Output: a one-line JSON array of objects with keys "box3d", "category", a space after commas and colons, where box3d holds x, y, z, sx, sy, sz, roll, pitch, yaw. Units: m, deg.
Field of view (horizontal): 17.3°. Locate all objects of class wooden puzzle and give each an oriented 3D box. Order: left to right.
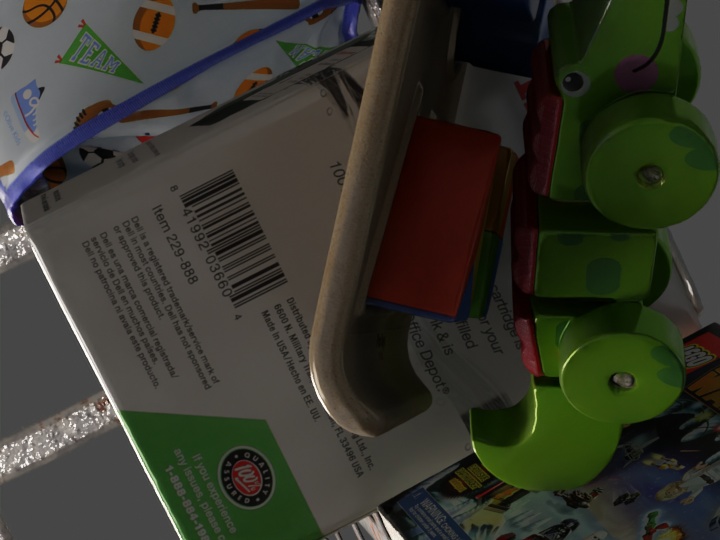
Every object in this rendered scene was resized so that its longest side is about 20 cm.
[{"box3d": [0.029, -0.053, 0.700, 0.185, 0.046, 0.201, 6, -89, -83], "category": "wooden puzzle"}]

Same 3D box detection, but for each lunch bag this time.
[{"box3d": [-0.120, -0.131, 1.186, 0.170, 0.200, 0.124, 59, 171, 23], "category": "lunch bag"}]

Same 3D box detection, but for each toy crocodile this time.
[{"box3d": [0.068, -0.018, 0.699, 0.068, 0.062, 0.200, -89, 1, -49], "category": "toy crocodile"}]

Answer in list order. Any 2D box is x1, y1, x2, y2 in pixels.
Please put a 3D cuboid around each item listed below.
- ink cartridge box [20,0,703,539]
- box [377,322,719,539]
[{"box3d": [0.000, 0.000, 0.842, 0.146, 0.200, 0.084, 65, 175, -11], "category": "ink cartridge box"}, {"box3d": [0.096, 0.085, 0.721, 0.040, 0.137, 0.200, 65, 171, -18], "category": "box"}]
